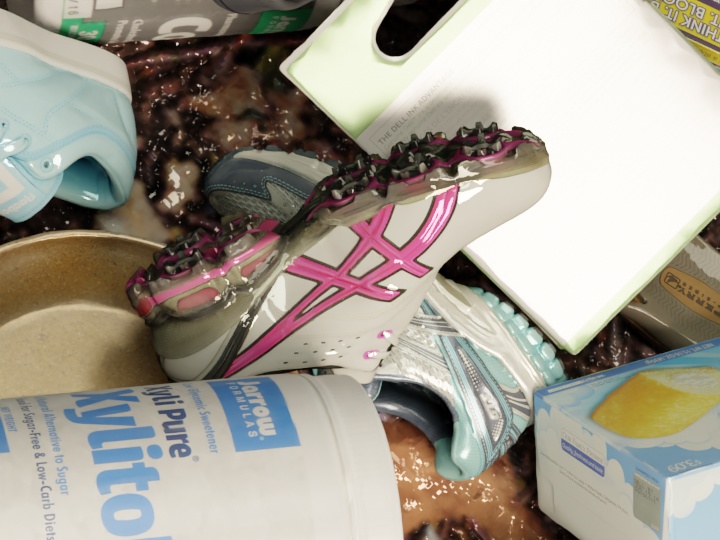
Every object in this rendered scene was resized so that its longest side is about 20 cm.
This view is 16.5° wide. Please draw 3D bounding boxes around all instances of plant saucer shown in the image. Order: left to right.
[{"bbox_3d":[-0.123,0.080,1.140,0.200,0.035,0.200,6,67,-13],"label":"plant saucer"}]

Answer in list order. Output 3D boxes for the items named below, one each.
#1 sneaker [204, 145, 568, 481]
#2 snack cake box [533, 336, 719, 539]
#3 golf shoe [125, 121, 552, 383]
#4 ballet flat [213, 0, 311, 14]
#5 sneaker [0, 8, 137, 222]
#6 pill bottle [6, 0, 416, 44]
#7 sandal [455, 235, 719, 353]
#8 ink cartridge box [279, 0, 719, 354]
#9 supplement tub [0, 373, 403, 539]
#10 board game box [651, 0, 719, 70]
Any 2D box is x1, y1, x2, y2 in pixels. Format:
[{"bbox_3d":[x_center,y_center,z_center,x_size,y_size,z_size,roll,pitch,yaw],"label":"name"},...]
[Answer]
[{"bbox_3d":[0.001,0.020,1.177,0.200,0.078,0.086,37,67,2],"label":"sneaker"},{"bbox_3d":[0.196,0.081,1.172,0.200,0.115,0.067,-14,113,-25],"label":"snack cake box"},{"bbox_3d":[0.000,0.000,1.120,0.200,0.073,0.092,-24,105,9],"label":"golf shoe"},{"bbox_3d":[0.017,-0.173,1.151,0.200,0.073,0.073,-30,79,-22],"label":"ballet flat"},{"bbox_3d":[-0.167,-0.067,1.124,0.200,0.074,0.082,6,64,-52],"label":"sneaker"},{"bbox_3d":[-0.071,-0.171,1.213,0.200,0.113,0.113,-6,70,-17],"label":"pill bottle"},{"bbox_3d":[0.125,-0.014,1.236,0.200,0.055,0.082,32,64,-2],"label":"sandal"},{"bbox_3d":[0.080,-0.079,1.165,0.200,0.048,0.146,44,96,-12],"label":"ink cartridge box"},{"bbox_3d":[-0.095,0.114,1.042,0.200,0.132,0.132,-5,70,-17],"label":"supplement tub"},{"bbox_3d":[0.197,-0.172,1.321,0.200,0.057,0.165,25,66,-4],"label":"board game box"}]
